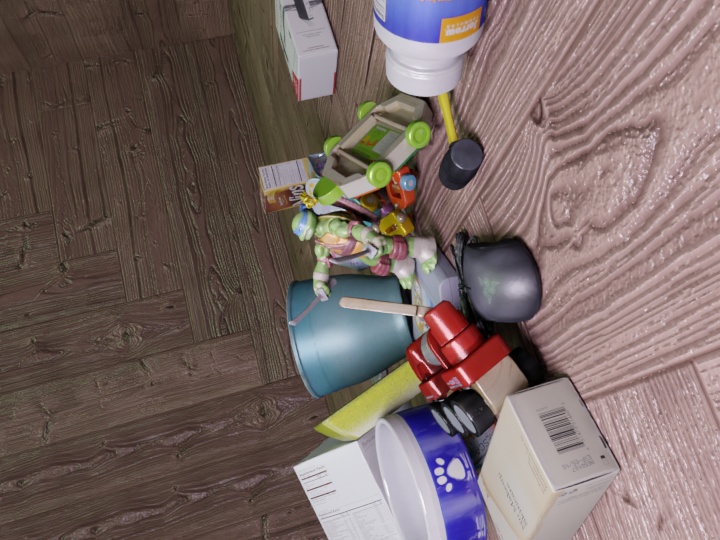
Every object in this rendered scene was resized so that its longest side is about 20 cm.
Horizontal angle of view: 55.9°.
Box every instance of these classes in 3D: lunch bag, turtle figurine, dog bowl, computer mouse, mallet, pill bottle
[{"bbox_3d":[-0.030,-0.115,1.237,0.201,0.125,0.172,-114,12,-60],"label":"lunch bag"},{"bbox_3d":[0.000,0.000,0.903,0.201,0.190,0.146,-113,39,-51],"label":"turtle figurine"},{"bbox_3d":[0.088,0.282,0.891,0.200,0.077,0.204,166,90,-76],"label":"dog bowl"},{"bbox_3d":[0.138,0.019,0.762,0.200,0.052,0.141,161,96,-79],"label":"computer mouse"},{"bbox_3d":[0.098,-0.196,0.770,0.066,0.040,0.204,143,117,-79],"label":"mallet"},{"bbox_3d":[0.067,-0.271,0.635,0.202,0.110,0.113,89,163,-49],"label":"pill bottle"}]

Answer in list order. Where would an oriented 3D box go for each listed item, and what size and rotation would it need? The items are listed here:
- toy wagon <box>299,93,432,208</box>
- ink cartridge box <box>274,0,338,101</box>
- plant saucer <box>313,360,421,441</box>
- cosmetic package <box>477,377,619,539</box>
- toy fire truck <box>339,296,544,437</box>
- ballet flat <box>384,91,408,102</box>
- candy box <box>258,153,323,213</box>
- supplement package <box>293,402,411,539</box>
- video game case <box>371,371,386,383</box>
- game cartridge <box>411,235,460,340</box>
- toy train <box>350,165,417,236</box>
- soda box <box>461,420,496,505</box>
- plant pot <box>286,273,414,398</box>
[{"bbox_3d":[0.003,-0.149,0.885,0.040,0.200,0.155,46,177,-34],"label":"toy wagon"},{"bbox_3d":[-0.112,-0.474,1.370,0.145,0.082,0.203,105,151,-69],"label":"ink cartridge box"},{"bbox_3d":[0.028,0.194,1.018,0.048,0.198,0.200,54,165,8],"label":"plant saucer"},{"bbox_3d":[0.184,0.212,0.700,0.202,0.072,0.105,92,161,-49],"label":"cosmetic package"},{"bbox_3d":[0.079,0.086,0.767,0.201,0.128,0.176,54,168,7],"label":"toy fire truck"},{"bbox_3d":[0.027,-0.192,1.016,0.200,0.074,0.069,111,148,-70],"label":"ballet flat"},{"bbox_3d":[-0.106,-0.181,1.373,0.117,0.196,0.057,112,143,-71],"label":"candy box"},{"bbox_3d":[0.031,0.357,1.133,0.190,0.146,0.203,-24,-94,-58],"label":"supplement package"},{"bbox_3d":[0.023,0.172,1.588,0.201,0.022,0.185,-116,17,-51],"label":"video game case"},{"bbox_3d":[0.112,0.067,0.995,0.134,0.041,0.203,-112,14,-55],"label":"game cartridge"},{"bbox_3d":[0.035,-0.119,1.046,0.199,0.055,0.152,18,134,52],"label":"toy train"},{"bbox_3d":[0.150,0.281,0.946,0.202,0.067,0.064,93,159,-52],"label":"soda box"},{"bbox_3d":[-0.005,0.095,1.144,0.200,0.184,0.204,-14,-90,-82],"label":"plant pot"}]
